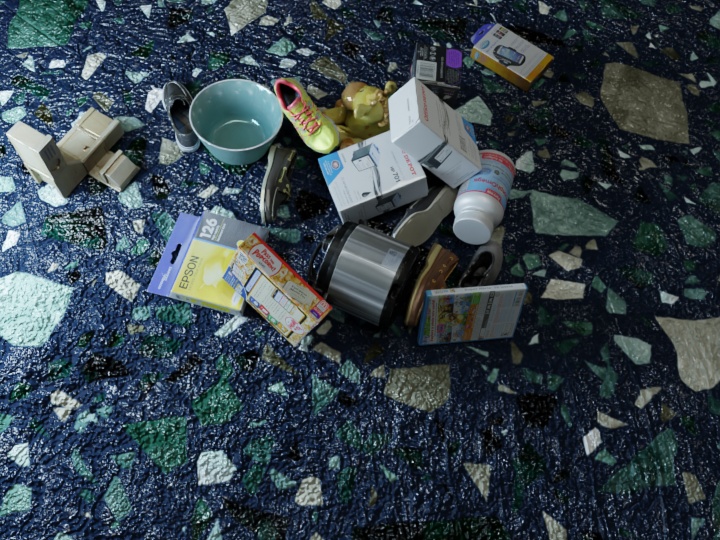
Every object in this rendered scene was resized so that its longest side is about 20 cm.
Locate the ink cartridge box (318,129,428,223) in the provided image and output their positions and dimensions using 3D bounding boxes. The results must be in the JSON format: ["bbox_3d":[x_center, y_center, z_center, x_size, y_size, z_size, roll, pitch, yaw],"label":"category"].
[{"bbox_3d":[0.028,-0.202,1.509,0.199,0.086,0.147,-23,66,0],"label":"ink cartridge box"}]

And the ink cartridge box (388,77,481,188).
[{"bbox_3d":[0.157,-0.291,1.483,0.200,0.084,0.145,30,41,-34],"label":"ink cartridge box"}]

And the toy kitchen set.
[{"bbox_3d":[-0.565,-0.260,1.437,0.163,0.181,0.200,29,67,8],"label":"toy kitchen set"}]

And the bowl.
[{"bbox_3d":[-0.272,-0.313,1.544,0.200,0.105,0.202,3,62,-6],"label":"bowl"}]

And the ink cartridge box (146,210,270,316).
[{"bbox_3d":[-0.306,-0.023,1.420,0.199,0.047,0.198,16,63,-1],"label":"ink cartridge box"}]

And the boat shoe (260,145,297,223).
[{"bbox_3d":[-0.176,-0.187,1.507,0.060,0.072,0.202,5,59,0],"label":"boat shoe"}]

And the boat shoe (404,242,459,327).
[{"bbox_3d":[0.146,0.033,1.427,0.067,0.072,0.201,23,59,8],"label":"boat shoe"}]

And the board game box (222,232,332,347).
[{"bbox_3d":[-0.161,0.041,1.314,0.200,0.152,0.046,44,58,-1],"label":"board game box"}]

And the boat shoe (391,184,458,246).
[{"bbox_3d":[0.131,-0.118,1.525,0.200,0.073,0.063,-43,36,-20],"label":"boat shoe"}]

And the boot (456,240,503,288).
[{"bbox_3d":[0.252,-0.005,1.425,0.070,0.132,0.200,26,62,9],"label":"boot"}]

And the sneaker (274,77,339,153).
[{"bbox_3d":[-0.123,-0.332,1.497,0.078,0.090,0.200,-41,83,10],"label":"sneaker"}]

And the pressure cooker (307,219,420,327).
[{"bbox_3d":[0.000,-0.002,1.364,0.199,0.179,0.176,22,20,9],"label":"pressure cooker"}]

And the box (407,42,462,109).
[{"bbox_3d":[0.156,-0.396,1.584,0.105,0.200,0.123,8,61,-2],"label":"box"}]

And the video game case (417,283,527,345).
[{"bbox_3d":[0.216,0.087,1.368,0.199,0.144,0.018,-4,44,-9],"label":"video game case"}]

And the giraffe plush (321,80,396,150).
[{"bbox_3d":[0.004,-0.347,1.561,0.199,0.162,0.173,14,61,1],"label":"giraffe plush"}]

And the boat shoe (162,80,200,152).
[{"bbox_3d":[-0.408,-0.362,1.576,0.070,0.066,0.201,-11,64,-12],"label":"boat shoe"}]

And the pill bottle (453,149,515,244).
[{"bbox_3d":[0.265,-0.158,1.514,0.108,0.109,0.201,19,57,4],"label":"pill bottle"}]

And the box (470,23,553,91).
[{"bbox_3d":[0.378,-0.553,1.788,0.200,0.042,0.119,36,64,15],"label":"box"}]
